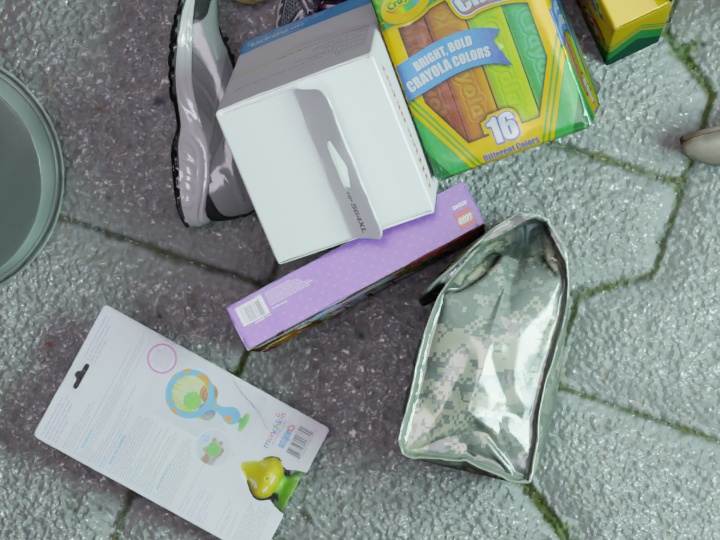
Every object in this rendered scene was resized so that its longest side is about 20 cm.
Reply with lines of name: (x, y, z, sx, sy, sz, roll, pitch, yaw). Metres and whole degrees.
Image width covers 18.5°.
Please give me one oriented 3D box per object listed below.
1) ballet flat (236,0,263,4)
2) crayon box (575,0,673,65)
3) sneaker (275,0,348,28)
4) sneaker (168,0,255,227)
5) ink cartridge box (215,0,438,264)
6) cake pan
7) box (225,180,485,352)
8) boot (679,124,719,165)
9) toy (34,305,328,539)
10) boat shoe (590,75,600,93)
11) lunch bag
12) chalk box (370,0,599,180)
ballet flat: (-0.070, -0.302, 1.702, 0.070, 0.071, 0.201, 17, 101, 5)
crayon box: (0.181, -0.233, 1.641, 0.051, 0.200, 0.127, -25, 84, 2)
sneaker: (-0.016, -0.239, 1.712, 0.080, 0.075, 0.201, 19, 99, 4)
sneaker: (-0.112, -0.136, 1.726, 0.079, 0.074, 0.201, -4, 92, -6)
ink cartridge box: (-0.020, -0.105, 1.622, 0.125, 0.200, 0.129, -19, 109, 13)
cake pan: (-0.332, -0.072, 1.723, 0.199, 0.037, 0.202, -1, 99, -4)
box: (0.000, 0.000, 1.669, 0.199, 0.137, 0.039, -28, 87, 2)
boot: (0.353, -0.049, 1.683, 0.199, 0.070, 0.147, -9, 88, 4)
toy: (-0.138, 0.126, 1.715, 0.199, 0.047, 0.116, 29, 85, 2)
boat shoe: (0.115, -0.210, 1.709, 0.059, 0.072, 0.201, -29, 89, 4)
lunch bag: (0.097, 0.052, 1.644, 0.117, 0.164, 0.201, 13, 87, 3)
chalk box: (0.084, -0.186, 1.618, 0.124, 0.124, 0.201, -20, 97, 12)
